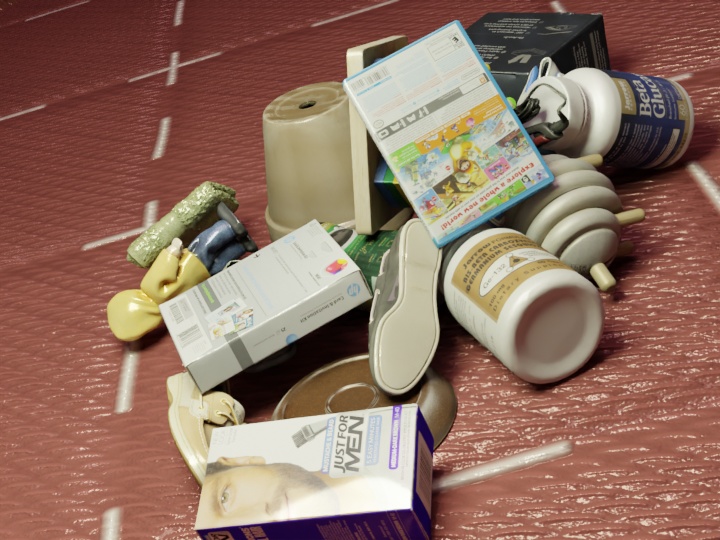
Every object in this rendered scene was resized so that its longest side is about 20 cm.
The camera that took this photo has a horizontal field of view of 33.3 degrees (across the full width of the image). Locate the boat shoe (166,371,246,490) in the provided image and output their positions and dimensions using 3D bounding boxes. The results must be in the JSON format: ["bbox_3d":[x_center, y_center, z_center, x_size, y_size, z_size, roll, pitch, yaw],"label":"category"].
[{"bbox_3d":[-0.150,0.150,1.206,0.069,0.074,0.200,-25,29,-2],"label":"boat shoe"}]

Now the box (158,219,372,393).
[{"bbox_3d":[-0.104,0.033,1.263,0.199,0.041,0.156,-31,29,-7],"label":"box"}]

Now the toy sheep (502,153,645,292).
[{"bbox_3d":[0.225,-0.054,1.300,0.137,0.138,0.200,-23,48,-9],"label":"toy sheep"}]

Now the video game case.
[{"bbox_3d":[0.091,-0.143,1.250,0.142,0.201,0.018,-29,-9,-9],"label":"video game case"}]

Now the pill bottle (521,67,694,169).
[{"bbox_3d":[0.287,-0.178,1.412,0.199,0.112,0.111,-1,16,-35],"label":"pill bottle"}]

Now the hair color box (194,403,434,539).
[{"bbox_3d":[-0.038,0.189,1.065,0.199,0.065,0.110,-10,46,16],"label":"hair color box"}]

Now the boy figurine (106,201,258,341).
[{"bbox_3d":[-0.215,0.013,1.445,0.200,0.124,0.064,-41,57,-6],"label":"boy figurine"}]

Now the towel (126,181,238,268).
[{"bbox_3d":[-0.219,-0.054,1.526,0.148,0.037,0.200,-41,-2,1],"label":"towel"}]

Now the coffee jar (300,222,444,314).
[{"bbox_3d":[0.000,0.000,1.369,0.199,0.086,0.104,7,40,36],"label":"coffee jar"}]

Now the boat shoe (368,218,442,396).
[{"bbox_3d":[0.043,0.043,1.217,0.066,0.057,0.201,21,58,-14],"label":"boat shoe"}]

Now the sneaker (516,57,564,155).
[{"bbox_3d":[0.272,-0.210,1.517,0.200,0.147,0.080,-36,34,-30],"label":"sneaker"}]

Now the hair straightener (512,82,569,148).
[{"bbox_3d":[0.165,-0.159,1.368,0.041,0.077,0.200,-17,-7,-34],"label":"hair straightener"}]

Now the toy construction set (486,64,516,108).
[{"bbox_3d":[0.128,-0.160,1.498,0.131,0.201,0.092,38,55,17],"label":"toy construction set"}]

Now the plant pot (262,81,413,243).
[{"bbox_3d":[-0.044,-0.138,1.542,0.198,0.174,0.200,-13,30,8],"label":"plant pot"}]

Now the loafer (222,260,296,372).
[{"bbox_3d":[-0.128,0.049,1.371,0.075,0.070,0.200,-23,29,-10],"label":"loafer"}]

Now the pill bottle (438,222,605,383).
[{"bbox_3d":[0.149,0.022,1.220,0.114,0.115,0.200,-25,29,-13],"label":"pill bottle"}]

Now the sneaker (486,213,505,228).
[{"bbox_3d":[0.169,-0.082,1.426,0.199,0.077,0.076,-11,31,15],"label":"sneaker"}]

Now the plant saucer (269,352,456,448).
[{"bbox_3d":[-0.005,0.139,1.191,0.199,0.032,0.201,-14,28,8],"label":"plant saucer"}]

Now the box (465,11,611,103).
[{"bbox_3d":[0.214,-0.269,1.680,0.196,0.118,0.200,11,39,41],"label":"box"}]

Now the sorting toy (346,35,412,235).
[{"bbox_3d":[0.050,-0.159,1.374,0.069,0.202,0.199,1,15,17],"label":"sorting toy"}]
